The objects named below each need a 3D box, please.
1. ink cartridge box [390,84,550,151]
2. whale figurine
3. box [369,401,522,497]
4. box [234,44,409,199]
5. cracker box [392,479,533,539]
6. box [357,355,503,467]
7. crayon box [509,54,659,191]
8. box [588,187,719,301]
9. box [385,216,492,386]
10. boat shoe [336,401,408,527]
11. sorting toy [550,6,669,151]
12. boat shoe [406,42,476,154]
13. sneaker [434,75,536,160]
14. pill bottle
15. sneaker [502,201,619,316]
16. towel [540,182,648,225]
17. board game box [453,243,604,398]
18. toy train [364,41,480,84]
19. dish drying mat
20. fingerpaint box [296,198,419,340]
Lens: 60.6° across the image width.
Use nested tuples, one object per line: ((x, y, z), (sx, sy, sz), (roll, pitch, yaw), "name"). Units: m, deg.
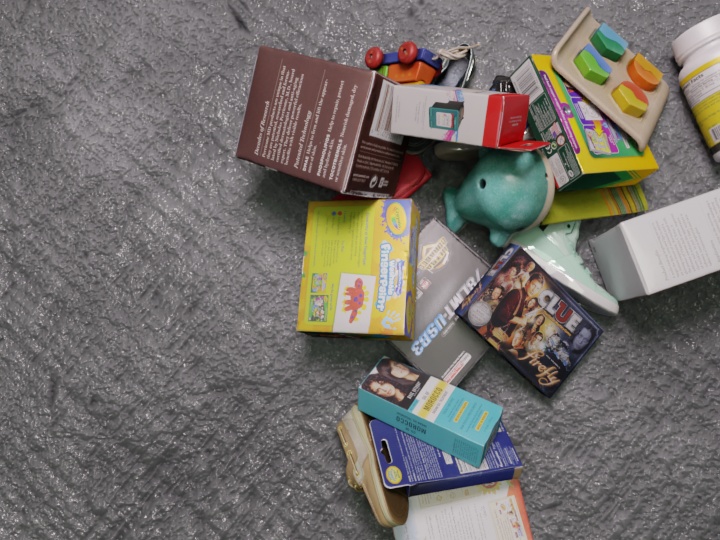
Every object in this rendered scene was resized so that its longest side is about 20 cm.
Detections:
((0.154, -0.211, 0.843), (0.198, 0.116, 0.068), (15, 112, 27), "ink cartridge box")
((0.186, -0.113, 0.917), (0.103, 0.199, 0.161), (0, 81, -39), "whale figurine")
((0.118, 0.258, 0.894), (0.197, 0.033, 0.122), (-5, 37, -10), "box")
((-0.045, -0.214, 0.911), (0.198, 0.165, 0.166), (21, 103, 26), "box")
((0.143, 0.357, 0.922), (0.198, 0.058, 0.136), (-12, 80, 2), "cracker box")
((0.100, 0.201, 0.902), (0.198, 0.050, 0.082), (21, 40, 23), "box")
((0.337, -0.224, 0.931), (0.171, 0.058, 0.202), (-7, 71, -31), "crayon box")
((0.466, -0.038, 0.902), (0.198, 0.152, 0.107), (-19, 82, 2), "box")
((0.125, 0.055, 0.968), (0.198, 0.050, 0.200), (42, 88, 9), "box")
((0.013, 0.289, 0.901), (0.066, 0.074, 0.201), (-40, 37, 15), "boat shoe")
((0.389, -0.299, 0.935), (0.200, 0.036, 0.185), (43, 53, -5), "sorting toy")
((0.124, -0.283, 1.002), (0.072, 0.062, 0.201), (33, 84, 8), "boat shoe")
((0.205, -0.247, 0.984), (0.198, 0.077, 0.113), (-13, 88, -2), "sneaker")
((0.564, -0.280, 0.946), (0.113, 0.114, 0.202), (-19, 82, 1), "pill bottle")
((0.334, -0.024, 0.950), (0.200, 0.074, 0.119), (37, 84, 6), "sneaker")
((0.348, -0.119, 0.945), (0.198, 0.018, 0.087), (-8, 67, -19), "towel")
((0.255, 0.077, 0.925), (0.200, 0.035, 0.136), (41, 87, -15), "board game box")
((0.090, -0.285, 0.958), (0.199, 0.084, 0.117), (10, 92, 43), "toy train")
((0.019, -0.122, 1.012), (0.199, 0.018, 0.077), (-39, 81, -1), "dish drying mat")
((0.000, 0.000, 0.931), (0.165, 0.073, 0.203), (0, 77, 16), "fingerpaint box")
